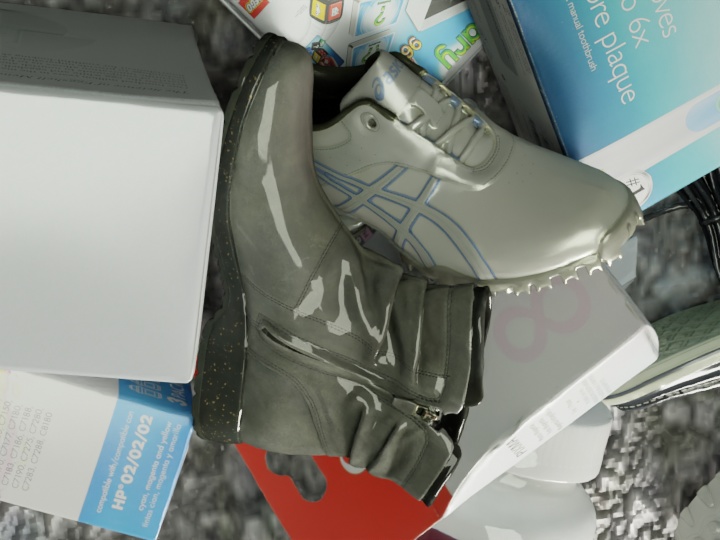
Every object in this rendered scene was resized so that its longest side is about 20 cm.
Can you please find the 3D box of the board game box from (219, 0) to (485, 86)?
[{"bbox_3d":[0.032,-0.173,0.845,0.200,0.035,0.126,-45,108,5],"label":"board game box"}]

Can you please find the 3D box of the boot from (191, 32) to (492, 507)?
[{"bbox_3d":[0.000,0.000,0.770,0.129,0.068,0.202,11,112,12],"label":"boot"}]

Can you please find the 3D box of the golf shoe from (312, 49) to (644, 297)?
[{"bbox_3d":[0.029,-0.051,0.787,0.198,0.079,0.098,11,137,25],"label":"golf shoe"}]

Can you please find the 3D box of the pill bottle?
[{"bbox_3d":[0.060,0.155,0.902,0.108,0.110,0.202,12,103,-12],"label":"pill bottle"}]

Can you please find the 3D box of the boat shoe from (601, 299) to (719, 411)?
[{"bbox_3d":[0.219,0.043,0.916,0.198,0.075,0.063,-17,101,-9],"label":"boat shoe"}]

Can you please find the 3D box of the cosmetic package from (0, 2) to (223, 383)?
[{"bbox_3d":[-0.170,-0.044,0.762,0.197,0.200,0.124,5,105,-10],"label":"cosmetic package"}]

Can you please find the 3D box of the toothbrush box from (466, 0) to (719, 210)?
[{"bbox_3d":[0.160,-0.135,0.826,0.199,0.085,0.147,-29,126,-5],"label":"toothbrush box"}]

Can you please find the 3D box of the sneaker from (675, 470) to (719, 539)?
[{"bbox_3d":[0.266,0.120,0.946,0.199,0.080,0.077,-32,67,17],"label":"sneaker"}]

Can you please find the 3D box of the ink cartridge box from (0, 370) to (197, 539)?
[{"bbox_3d":[-0.184,0.054,0.831,0.198,0.115,0.068,17,101,-14],"label":"ink cartridge box"}]

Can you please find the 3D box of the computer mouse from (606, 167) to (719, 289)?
[{"bbox_3d":[0.109,-0.006,0.899,0.198,0.044,0.111,-21,109,-3],"label":"computer mouse"}]

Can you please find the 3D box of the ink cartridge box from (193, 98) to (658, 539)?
[{"bbox_3d":[0.021,0.035,0.842,0.199,0.163,0.057,-35,149,-1],"label":"ink cartridge box"}]
